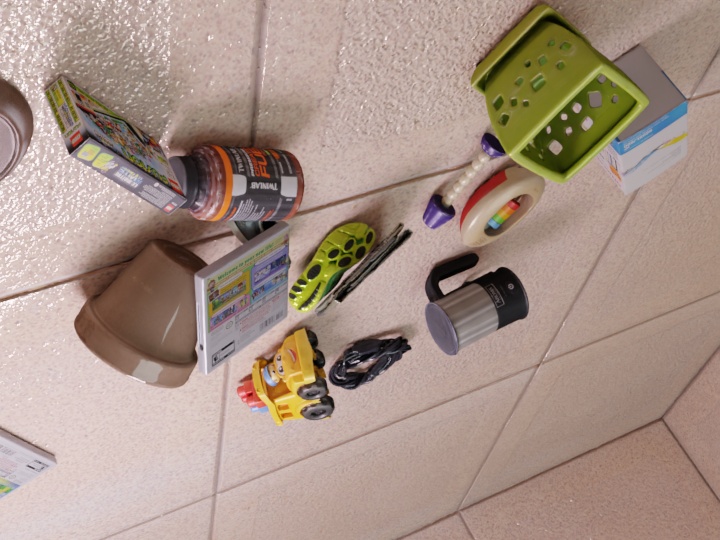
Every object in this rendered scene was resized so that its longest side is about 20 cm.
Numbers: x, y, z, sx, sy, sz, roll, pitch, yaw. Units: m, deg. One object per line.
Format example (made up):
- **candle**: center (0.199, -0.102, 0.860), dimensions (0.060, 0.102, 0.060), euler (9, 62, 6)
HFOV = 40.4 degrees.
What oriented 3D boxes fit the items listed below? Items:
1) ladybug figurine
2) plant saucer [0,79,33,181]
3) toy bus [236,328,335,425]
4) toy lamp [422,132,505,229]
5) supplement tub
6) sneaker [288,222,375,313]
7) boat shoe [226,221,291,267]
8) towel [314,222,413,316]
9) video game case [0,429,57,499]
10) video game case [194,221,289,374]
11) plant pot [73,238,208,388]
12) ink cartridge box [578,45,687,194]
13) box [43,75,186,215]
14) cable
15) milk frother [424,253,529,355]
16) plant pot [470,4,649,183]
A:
- **ladybug figurine**: center (0.260, -0.125, 1.859), dimensions (0.200, 0.072, 0.135), euler (-42, 149, 17)
- **plant saucer**: center (-0.483, -0.149, 1.161), dimensions (0.198, 0.032, 0.201), euler (-25, 150, -15)
- **toy bus**: center (-0.158, 0.223, 1.962), dimensions (0.188, 0.138, 0.201), euler (-13, 148, 0)
- **toy lamp**: center (0.181, -0.154, 1.756), dimensions (0.058, 0.059, 0.201), euler (2, 137, -44)
- **supplement tub**: center (-0.184, -0.124, 1.404), dimensions (0.198, 0.108, 0.107), euler (-3, 141, -42)
- **sneaker**: center (-0.055, -0.012, 1.755), dimensions (0.200, 0.074, 0.084), euler (-45, -178, 9)
- **boat shoe**: center (-0.150, -0.055, 1.580), dimensions (0.061, 0.073, 0.200), euler (-30, 146, 7)
- **towel**: center (0.000, 0.000, 1.731), dimensions (0.192, 0.035, 0.200), euler (-43, -178, -17)
- **video game case**: center (-0.678, 0.367, 1.776), dimensions (0.181, 0.022, 0.200), euler (-31, 152, -1)
- **video game case**: center (-0.182, 0.041, 1.529), dimensions (0.199, 0.022, 0.185), euler (-35, 140, -43)
- **plant pot**: center (-0.314, 0.052, 1.502), dimensions (0.199, 0.200, 0.176), euler (17, 108, -53)
- **ink cartridge box**: center (0.497, -0.269, 1.787), dimensions (0.143, 0.148, 0.200), euler (-32, 151, 3)
- **box**: center (-0.307, -0.154, 1.239), dimensions (0.035, 0.111, 0.200), euler (-36, 151, 11)
- **cable**: center (0.027, 0.207, 2.170), dimensions (0.197, 0.051, 0.164), euler (-16, 148, -27)
- **milk frother**: center (0.221, 0.089, 2.041), dimensions (0.186, 0.181, 0.202), euler (-23, 144, -21)
- **plant pot**: center (0.302, -0.285, 1.543), dimensions (0.199, 0.183, 0.199), euler (-43, 149, 23)
